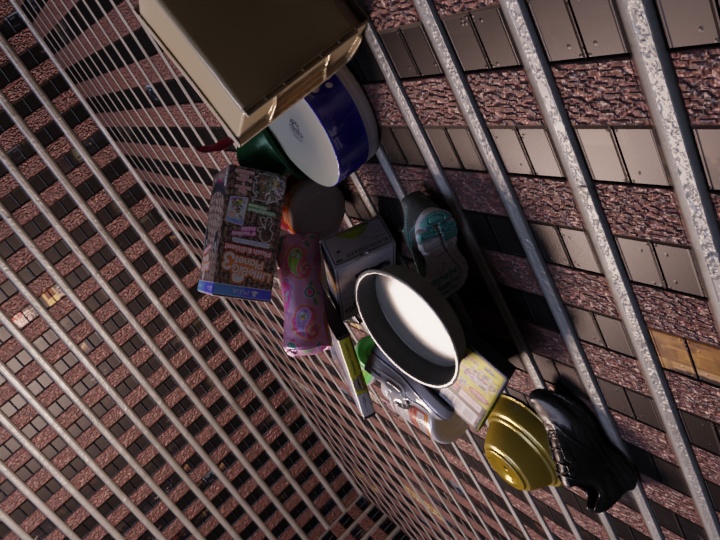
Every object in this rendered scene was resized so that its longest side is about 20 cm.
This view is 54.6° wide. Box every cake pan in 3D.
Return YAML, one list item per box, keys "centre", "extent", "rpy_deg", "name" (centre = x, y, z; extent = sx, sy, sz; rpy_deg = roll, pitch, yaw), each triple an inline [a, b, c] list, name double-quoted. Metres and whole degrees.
- centre: [0.073, 0.075, 0.987]
  extent: [0.199, 0.037, 0.203]
  rpy_deg: [38, 149, 27]
  name: "cake pan"

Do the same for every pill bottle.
- centre: [-0.122, -0.128, 1.267]
  extent: [0.199, 0.113, 0.114]
  rpy_deg: [26, 150, 52]
  name: "pill bottle"
- centre: [0.129, 0.260, 1.423]
  extent: [0.199, 0.112, 0.113]
  rpy_deg: [24, 149, 55]
  name: "pill bottle"

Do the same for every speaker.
- centre: [0.017, 0.215, 1.650]
  extent: [0.089, 0.088, 0.201]
  rpy_deg: [46, 162, 10]
  name: "speaker"

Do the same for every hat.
- centre: [-0.200, -0.180, 1.172]
  extent: [0.167, 0.174, 0.200]
  rpy_deg: [56, -168, -9]
  name: "hat"

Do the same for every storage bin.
- centre: [-0.125, -0.294, 0.807]
  extent: [0.201, 0.198, 0.094]
  rpy_deg: [51, 164, -3]
  name: "storage bin"

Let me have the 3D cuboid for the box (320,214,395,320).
- centre: [0.000, 0.000, 1.206]
  extent: [0.201, 0.114, 0.061]
  rpy_deg: [84, 160, -62]
  name: "box"

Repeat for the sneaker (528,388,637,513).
- centre: [0.311, 0.262, 1.015]
  extent: [0.201, 0.090, 0.076]
  rpy_deg: [49, 164, 8]
  name: "sneaker"

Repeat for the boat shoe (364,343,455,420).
- centre: [0.075, 0.196, 1.161]
  extent: [0.199, 0.067, 0.071]
  rpy_deg: [37, -172, 38]
  name: "boat shoe"

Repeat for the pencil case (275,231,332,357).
- centre: [-0.097, 0.036, 1.141]
  extent: [0.087, 0.085, 0.205]
  rpy_deg: [134, 129, -72]
  name: "pencil case"

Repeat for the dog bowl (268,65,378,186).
- centre: [-0.067, -0.224, 0.999]
  extent: [0.200, 0.078, 0.201]
  rpy_deg: [44, 161, 19]
  name: "dog bowl"

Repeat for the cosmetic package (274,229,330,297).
- centre: [-0.142, -0.029, 1.383]
  extent: [0.197, 0.106, 0.087]
  rpy_deg: [22, 176, -25]
  name: "cosmetic package"

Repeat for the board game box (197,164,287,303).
- centre: [-0.198, -0.057, 1.150]
  extent: [0.095, 0.206, 0.159]
  rpy_deg: [9, 177, -21]
  name: "board game box"

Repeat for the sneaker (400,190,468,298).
- centre: [0.102, -0.035, 1.004]
  extent: [0.092, 0.076, 0.202]
  rpy_deg: [57, 167, 40]
  name: "sneaker"

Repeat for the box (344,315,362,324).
- centre: [-0.071, 0.027, 1.561]
  extent: [0.202, 0.043, 0.160]
  rpy_deg: [54, 162, -11]
  name: "box"

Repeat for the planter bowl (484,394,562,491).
- centre: [0.278, 0.322, 1.224]
  extent: [0.200, 0.083, 0.202]
  rpy_deg: [44, 161, 19]
  name: "planter bowl"

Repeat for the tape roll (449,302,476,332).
- centre: [0.141, 0.123, 1.222]
  extent: [0.200, 0.048, 0.202]
  rpy_deg: [43, 160, 20]
  name: "tape roll"

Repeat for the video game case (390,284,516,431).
- centre: [0.125, 0.128, 1.036]
  extent: [0.199, 0.025, 0.182]
  rpy_deg: [41, 150, 21]
  name: "video game case"

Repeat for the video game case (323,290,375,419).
- centre: [-0.037, 0.139, 1.261]
  extent: [0.200, 0.025, 0.184]
  rpy_deg: [-127, 17, -58]
  name: "video game case"
